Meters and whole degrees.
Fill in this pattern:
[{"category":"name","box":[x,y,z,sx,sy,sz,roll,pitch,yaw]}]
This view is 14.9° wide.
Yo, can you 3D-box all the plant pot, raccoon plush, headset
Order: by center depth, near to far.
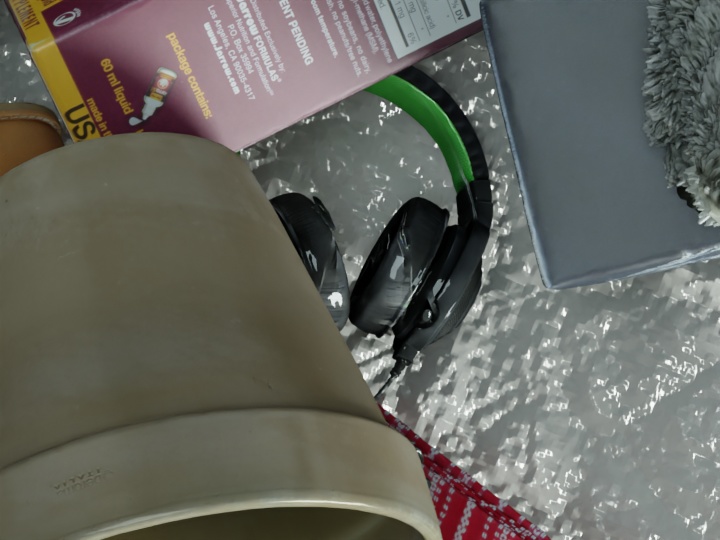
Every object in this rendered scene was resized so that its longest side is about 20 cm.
[{"category":"raccoon plush","box":[0.126,-0.086,0.933,0.096,0.134,0.201,-28,87,9]},{"category":"plant pot","box":[-0.083,0.049,1.061,0.199,0.200,0.174,-17,67,7]},{"category":"headset","box":[0.000,0.000,1.155,0.123,0.094,0.201,2,75,-16]}]

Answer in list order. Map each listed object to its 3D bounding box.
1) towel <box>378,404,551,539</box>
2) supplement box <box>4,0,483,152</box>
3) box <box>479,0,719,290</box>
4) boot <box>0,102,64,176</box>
[{"category":"towel","box":[0.006,0.146,1.153,0.200,0.022,0.145,36,90,37]},{"category":"supplement box","box":[-0.042,-0.122,1.140,0.199,0.110,0.086,-27,122,-4]},{"category":"box","box":[0.161,-0.070,1.096,0.199,0.197,0.118,-13,89,8]},{"category":"boot","box":[-0.173,0.022,1.155,0.200,0.077,0.155,-28,62,-32]}]
